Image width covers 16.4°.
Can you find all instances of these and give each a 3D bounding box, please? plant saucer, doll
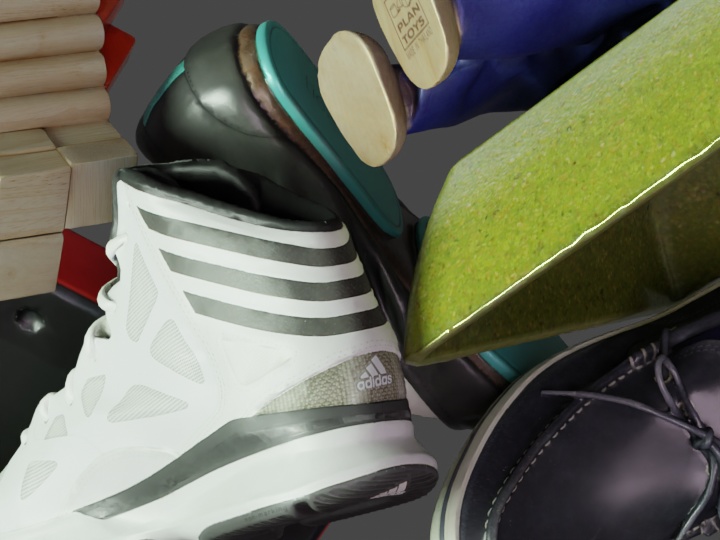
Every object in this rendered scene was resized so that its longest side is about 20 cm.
[{"bbox_3d":[0.119,-0.050,0.750,0.200,0.200,0.048,-36,76,27],"label":"plant saucer"},{"bbox_3d":[0.090,-0.083,0.779,0.200,0.049,0.136,-14,154,-34],"label":"doll"}]

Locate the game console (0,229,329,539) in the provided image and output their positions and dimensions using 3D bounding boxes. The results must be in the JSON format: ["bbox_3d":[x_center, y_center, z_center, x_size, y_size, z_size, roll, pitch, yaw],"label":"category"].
[{"bbox_3d":[-0.114,0.067,0.840,0.200,0.031,0.177,28,122,-10],"label":"game console"}]

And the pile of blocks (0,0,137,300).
[{"bbox_3d":[-0.108,-0.093,0.776,0.062,0.082,0.200,-9,92,-29],"label":"pile of blocks"}]

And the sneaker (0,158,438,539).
[{"bbox_3d":[-0.062,0.030,0.762,0.076,0.200,0.116,-3,77,-45],"label":"sneaker"}]

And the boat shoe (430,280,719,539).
[{"bbox_3d":[0.104,0.051,0.815,0.200,0.062,0.075,-30,104,-30],"label":"boat shoe"}]

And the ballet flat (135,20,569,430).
[{"bbox_3d":[0.000,0.000,0.832,0.068,0.068,0.200,-32,116,21],"label":"ballet flat"}]
